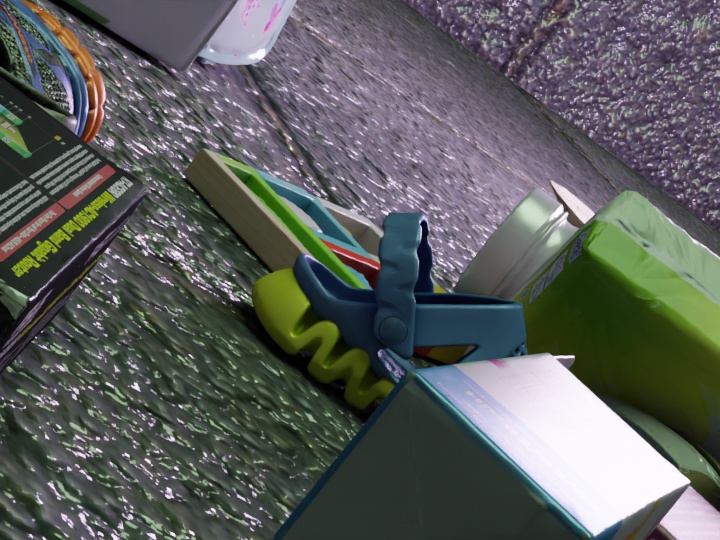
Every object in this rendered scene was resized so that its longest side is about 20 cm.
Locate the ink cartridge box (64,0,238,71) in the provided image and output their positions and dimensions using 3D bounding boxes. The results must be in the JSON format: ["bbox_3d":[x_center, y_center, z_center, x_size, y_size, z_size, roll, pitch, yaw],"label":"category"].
[{"bbox_3d":[-0.181,-0.237,1.258,0.146,0.084,0.200,30,15,-38],"label":"ink cartridge box"}]

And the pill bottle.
[{"bbox_3d":[0.159,0.044,1.148,0.200,0.112,0.112,40,12,7],"label":"pill bottle"}]

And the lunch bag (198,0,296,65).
[{"bbox_3d":[-0.089,-0.250,1.374,0.122,0.170,0.200,27,15,-17],"label":"lunch bag"}]

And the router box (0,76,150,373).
[{"bbox_3d":[-0.158,-0.032,0.590,0.150,0.062,0.200,37,11,-4],"label":"router box"}]

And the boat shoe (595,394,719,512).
[{"bbox_3d":[0.152,0.129,0.890,0.200,0.075,0.068,47,9,33],"label":"boat shoe"}]

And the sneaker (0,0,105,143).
[{"bbox_3d":[-0.196,-0.118,0.787,0.200,0.075,0.078,36,15,-2],"label":"sneaker"}]

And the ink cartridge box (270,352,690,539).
[{"bbox_3d":[0.033,0.090,0.570,0.068,0.115,0.200,42,12,15],"label":"ink cartridge box"}]

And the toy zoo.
[{"bbox_3d":[0.000,0.000,1.055,0.131,0.020,0.200,46,14,34],"label":"toy zoo"}]

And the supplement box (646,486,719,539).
[{"bbox_3d":[0.132,0.155,0.696,0.200,0.086,0.110,44,12,25],"label":"supplement box"}]

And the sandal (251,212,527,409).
[{"bbox_3d":[0.047,0.047,0.862,0.200,0.087,0.079,40,10,-3],"label":"sandal"}]

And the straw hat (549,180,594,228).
[{"bbox_3d":[0.174,0.037,1.292,0.201,0.085,0.201,42,11,-10],"label":"straw hat"}]

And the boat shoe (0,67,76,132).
[{"bbox_3d":[-0.199,-0.099,0.718,0.200,0.064,0.071,38,11,-3],"label":"boat shoe"}]

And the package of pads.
[{"bbox_3d":[0.165,0.068,0.985,0.200,0.155,0.068,38,49,-3],"label":"package of pads"}]
